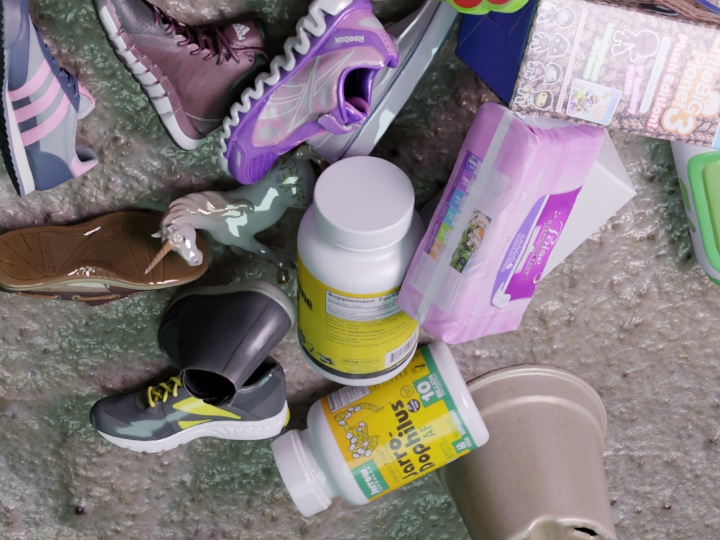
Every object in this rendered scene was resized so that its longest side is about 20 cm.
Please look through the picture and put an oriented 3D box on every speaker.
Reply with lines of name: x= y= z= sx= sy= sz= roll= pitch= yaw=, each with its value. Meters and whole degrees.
speaker: x=0.339 y=-0.078 z=1.495 sx=0.088 sy=0.089 sz=0.201 roll=-19 pitch=130 yaw=5

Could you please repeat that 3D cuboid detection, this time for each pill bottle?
pill bottle: x=0.000 y=0.000 z=1.405 sx=0.111 sy=0.113 sz=0.201 roll=-5 pitch=141 yaw=-7
pill bottle: x=0.017 y=0.161 z=1.594 sx=0.198 sy=0.113 sz=0.113 roll=-26 pitch=129 yaw=2

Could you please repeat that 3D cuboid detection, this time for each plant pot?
plant pot: x=0.177 y=0.233 z=1.651 sx=0.198 sy=0.184 sz=0.202 roll=-6 pitch=130 yaw=-7

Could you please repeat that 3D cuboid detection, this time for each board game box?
board game box: x=0.199 y=-0.183 z=1.321 sx=0.198 sy=0.160 sz=0.098 roll=8 pitch=111 yaw=-18

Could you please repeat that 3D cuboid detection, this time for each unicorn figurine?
unicorn figurine: x=-0.093 y=-0.047 z=1.451 sx=0.200 sy=0.074 sz=0.137 roll=-45 pitch=129 yaw=0

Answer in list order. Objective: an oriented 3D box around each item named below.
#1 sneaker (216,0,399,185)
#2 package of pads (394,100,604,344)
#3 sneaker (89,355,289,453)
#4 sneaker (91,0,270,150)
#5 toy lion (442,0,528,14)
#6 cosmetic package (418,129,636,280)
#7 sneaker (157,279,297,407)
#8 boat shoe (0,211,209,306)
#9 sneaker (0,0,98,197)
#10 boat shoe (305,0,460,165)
sneaker: x=-0.040 y=-0.137 z=1.332 sx=0.089 sy=0.080 sz=0.200 roll=45 pitch=116 yaw=11
package of pads: x=0.116 y=-0.044 z=1.334 sx=0.120 sy=0.075 sz=0.202 roll=-9 pitch=128 yaw=-51
sneaker: x=-0.165 y=0.118 z=1.573 sx=0.198 sy=0.075 sz=0.085 roll=-5 pitch=124 yaw=-19
sneaker: x=-0.139 y=-0.195 z=1.323 sx=0.115 sy=0.076 sz=0.201 roll=-26 pitch=140 yaw=4
toy lion: x=0.092 y=-0.301 z=1.204 sx=0.191 sy=0.201 sz=0.069 roll=-38 pitch=169 yaw=24
cosmetic package: x=0.139 y=-0.054 z=1.461 sx=0.085 sy=0.108 sz=0.200 roll=33 pitch=118 yaw=-32
sneaker: x=-0.147 y=0.074 z=1.462 sx=0.075 sy=0.107 sz=0.199 roll=46 pitch=146 yaw=-16
boat shoe: x=-0.238 y=-0.004 z=1.464 sx=0.198 sy=0.073 sz=0.072 roll=-6 pitch=161 yaw=-19
sneaker: x=-0.263 y=-0.157 z=1.335 sx=0.081 sy=0.070 sz=0.201 roll=-16 pitch=135 yaw=-20
boat shoe: x=0.020 y=-0.173 z=1.365 sx=0.065 sy=0.074 sz=0.201 roll=34 pitch=107 yaw=-3
